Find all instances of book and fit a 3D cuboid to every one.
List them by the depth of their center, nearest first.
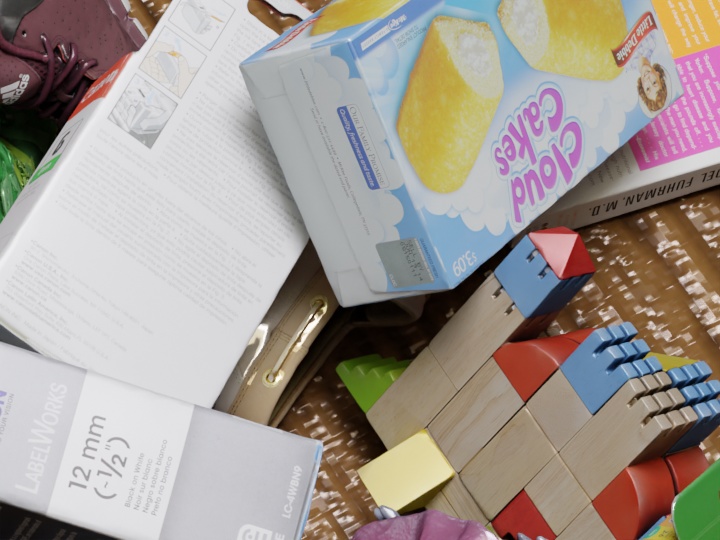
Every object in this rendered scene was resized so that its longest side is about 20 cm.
[{"bbox_3d":[0.140,-0.100,1.421,0.200,0.048,0.134,-16,66,-13],"label":"book"}]

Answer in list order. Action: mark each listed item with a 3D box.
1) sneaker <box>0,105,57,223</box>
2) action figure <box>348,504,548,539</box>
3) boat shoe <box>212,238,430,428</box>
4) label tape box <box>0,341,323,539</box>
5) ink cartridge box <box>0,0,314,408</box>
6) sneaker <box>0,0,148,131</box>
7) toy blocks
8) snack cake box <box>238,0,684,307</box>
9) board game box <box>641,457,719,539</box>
[{"bbox_3d":[-0.175,-0.052,1.336,0.074,0.084,0.200,5,59,-3],"label":"sneaker"},{"bbox_3d":[-0.003,0.185,1.123,0.149,0.134,0.200,39,60,-9],"label":"action figure"},{"bbox_3d":[0.000,0.000,1.337,0.069,0.074,0.200,42,74,14],"label":"boat shoe"},{"bbox_3d":[-0.130,0.080,1.167,0.200,0.143,0.066,20,70,-9],"label":"label tape box"},{"bbox_3d":[-0.078,-0.030,1.262,0.109,0.050,0.200,37,64,-14],"label":"ink cartridge box"},{"bbox_3d":[-0.127,-0.069,1.313,0.200,0.076,0.115,54,29,3],"label":"sneaker"},{"bbox_3d":[0.093,0.076,1.244,0.100,0.137,0.200,-10,59,-48],"label":"toy blocks"},{"bbox_3d":[0.048,-0.081,1.282,0.200,0.067,0.115,-39,111,-44],"label":"snack cake box"},{"bbox_3d":[0.161,0.160,1.193,0.030,0.200,0.095,5,27,39],"label":"board game box"}]
